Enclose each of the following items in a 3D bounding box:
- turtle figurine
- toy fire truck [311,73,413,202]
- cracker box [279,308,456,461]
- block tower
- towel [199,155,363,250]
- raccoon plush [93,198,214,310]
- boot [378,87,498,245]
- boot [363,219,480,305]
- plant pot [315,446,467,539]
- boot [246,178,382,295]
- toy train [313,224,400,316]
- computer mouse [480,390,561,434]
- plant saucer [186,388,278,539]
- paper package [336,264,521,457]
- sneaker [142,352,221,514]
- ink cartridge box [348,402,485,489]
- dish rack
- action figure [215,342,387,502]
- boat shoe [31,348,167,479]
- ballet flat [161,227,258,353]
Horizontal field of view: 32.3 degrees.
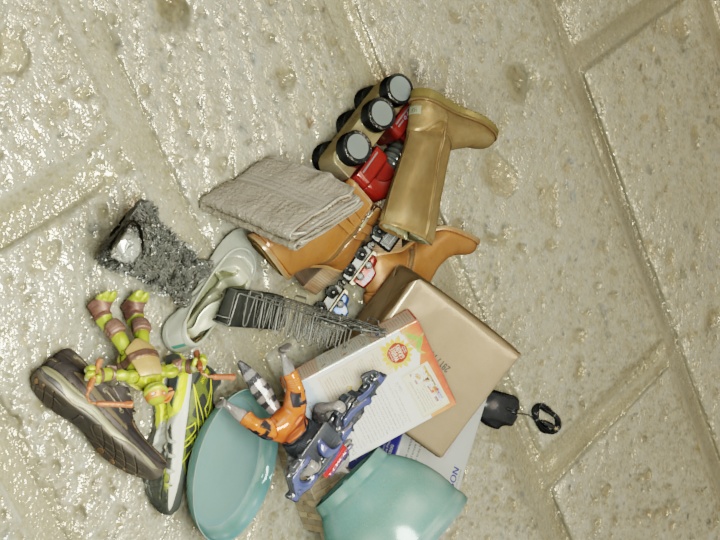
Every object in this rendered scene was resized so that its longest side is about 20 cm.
[{"bbox_3d":[-0.261,0.103,1.511,0.198,0.065,0.162,-7,58,-35],"label":"turtle figurine"},{"bbox_3d":[0.047,-0.151,1.784,0.200,0.128,0.177,44,64,-18],"label":"toy fire truck"},{"bbox_3d":[0.010,0.159,1.649,0.198,0.058,0.135,-27,108,-4],"label":"cracker box"},{"bbox_3d":[-0.071,0.266,1.709,0.054,0.058,0.202,-26,103,-36],"label":"block tower"},{"bbox_3d":[-0.103,-0.091,1.601,0.132,0.199,0.035,-35,129,-33],"label":"towel"},{"bbox_3d":[-0.246,0.002,1.501,0.134,0.200,0.097,40,104,-15],"label":"raccoon plush"},{"bbox_3d":[0.109,-0.132,1.743,0.174,0.066,0.202,20,76,-35],"label":"boot"},{"bbox_3d":[0.088,0.010,1.824,0.198,0.076,0.157,4,86,-36],"label":"boot"},{"bbox_3d":[0.025,0.321,1.645,0.134,0.200,0.200,46,59,2],"label":"plant pot"},{"bbox_3d":[-0.058,-0.060,1.655,0.155,0.074,0.200,-49,154,5],"label":"boot"},{"bbox_3d":[0.000,0.000,1.748,0.046,0.034,0.201,38,84,-7],"label":"toy train"},{"bbox_3d":[0.258,0.230,1.986,0.199,0.034,0.059,16,78,-38],"label":"computer mouse"},{"bbox_3d":[-0.168,0.249,1.605,0.200,0.027,0.203,-30,125,-57],"label":"plant saucer"},{"bbox_3d":[0.085,0.125,1.741,0.199,0.103,0.191,37,92,-18],"label":"paper package"},{"bbox_3d":[-0.218,0.209,1.578,0.084,0.074,0.203,12,81,-38],"label":"sneaker"},{"bbox_3d":[0.089,0.235,1.846,0.199,0.043,0.198,30,71,-36],"label":"ink cartridge box"},{"bbox_3d":[-0.070,0.066,1.580,0.153,0.198,0.055,8,97,-67],"label":"dish rack"},{"bbox_3d":[-0.066,0.178,1.579,0.200,0.104,0.194,-46,116,-20],"label":"action figure"},{"bbox_3d":[-0.302,0.170,1.500,0.200,0.074,0.074,46,55,-17],"label":"boat shoe"},{"bbox_3d":[-0.181,0.027,1.618,0.070,0.069,0.201,49,61,-27],"label":"ballet flat"}]
